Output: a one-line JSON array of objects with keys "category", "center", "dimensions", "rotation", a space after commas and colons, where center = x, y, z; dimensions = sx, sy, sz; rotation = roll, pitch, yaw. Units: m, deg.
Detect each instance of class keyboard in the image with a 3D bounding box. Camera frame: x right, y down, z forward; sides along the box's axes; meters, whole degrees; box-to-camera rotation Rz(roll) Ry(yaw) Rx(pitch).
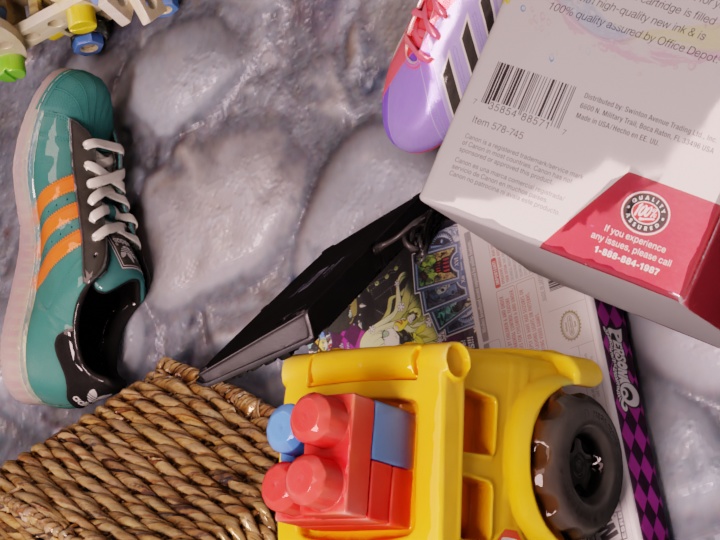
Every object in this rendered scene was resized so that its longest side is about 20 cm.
[{"category": "keyboard", "center": [0.000, 0.000, 1.208], "dimensions": [0.127, 0.200, 0.021], "rotation": [-31, 97, 26]}]

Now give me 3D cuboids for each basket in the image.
[{"category": "basket", "center": [-0.090, 0.160, 1.309], "dimensions": [0.199, 0.149, 0.144], "rotation": [19, 132, 48]}]

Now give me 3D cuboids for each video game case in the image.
[{"category": "video game case", "center": [0.060, 0.076, 1.251], "dimensions": [0.181, 0.036, 0.201], "rotation": [-23, 66, 31]}]

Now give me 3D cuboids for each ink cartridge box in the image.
[{"category": "ink cartridge box", "center": [0.150, -0.084, 1.132], "dimensions": [0.145, 0.144, 0.201], "rotation": [23, 87, 30]}]

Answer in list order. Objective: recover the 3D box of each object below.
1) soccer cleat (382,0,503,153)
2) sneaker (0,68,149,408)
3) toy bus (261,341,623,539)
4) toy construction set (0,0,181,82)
[{"category": "soccer cleat", "center": [0.060, -0.156, 1.280], "dimensions": [0.067, 0.076, 0.201], "rotation": [41, 104, 36]}, {"category": "sneaker", "center": [-0.157, -0.019, 1.422], "dimensions": [0.079, 0.071, 0.202], "rotation": [1, 85, 33]}, {"category": "toy bus", "center": [0.021, 0.126, 1.125], "dimensions": [0.135, 0.192, 0.201], "rotation": [-5, 77, 35]}, {"category": "toy construction set", "center": [-0.179, -0.171, 1.430], "dimensions": [0.199, 0.131, 0.093], "rotation": [-7, 76, 36]}]
